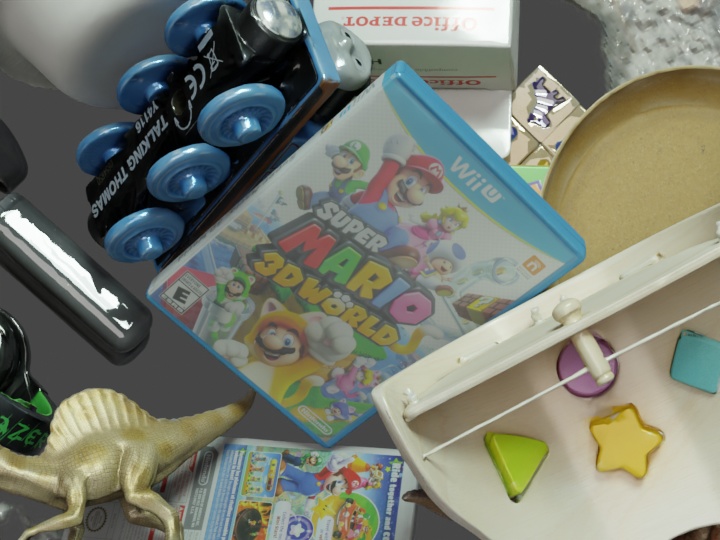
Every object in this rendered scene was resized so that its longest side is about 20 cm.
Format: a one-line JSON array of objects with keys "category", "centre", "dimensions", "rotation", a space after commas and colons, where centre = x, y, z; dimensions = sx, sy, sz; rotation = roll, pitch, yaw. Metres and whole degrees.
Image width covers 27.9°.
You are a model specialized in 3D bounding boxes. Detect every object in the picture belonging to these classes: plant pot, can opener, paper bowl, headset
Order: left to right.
[{"category": "headset", "centre": [-0.239, 0.026, 0.839], "dimensions": [0.199, 0.123, 0.094], "rotation": [36, 86, 35]}, {"category": "can opener", "centre": [-0.194, -0.032, 0.866], "dimensions": [0.199, 0.053, 0.067], "rotation": [41, 67, 4]}, {"category": "paper bowl", "centre": [-0.117, -0.165, 0.792], "dimensions": [0.199, 0.201, 0.105], "rotation": [-25, 72, 4]}, {"category": "plant pot", "centre": [0.188, -0.012, 0.801], "dimensions": [0.197, 0.027, 0.203], "rotation": [1, 83, -8]}]

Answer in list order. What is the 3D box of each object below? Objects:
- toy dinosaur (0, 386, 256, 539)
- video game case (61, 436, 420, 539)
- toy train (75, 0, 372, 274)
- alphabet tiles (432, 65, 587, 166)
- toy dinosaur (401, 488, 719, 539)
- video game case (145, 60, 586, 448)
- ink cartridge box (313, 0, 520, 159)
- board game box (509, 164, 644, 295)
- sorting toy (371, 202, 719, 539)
[{"category": "toy dinosaur", "centre": [-0.123, 0.110, 0.780], "dimensions": [0.198, 0.058, 0.102], "rotation": [-10, 72, -30]}, {"category": "video game case", "centre": [-0.070, 0.158, 0.808], "dimensions": [0.197, 0.018, 0.145], "rotation": [3, 50, 9]}, {"category": "toy train", "centre": [-0.073, -0.073, 0.784], "dimensions": [0.200, 0.113, 0.088], "rotation": [-45, 58, 39]}, {"category": "alphabet tiles", "centre": [0.070, -0.038, 0.845], "dimensions": [0.167, 0.008, 0.200], "rotation": [-44, 82, -2]}, {"category": "toy dinosaur", "centre": [0.129, 0.134, 0.788], "dimensions": [0.198, 0.086, 0.137], "rotation": [23, 87, 14]}, {"category": "video game case", "centre": [0.000, 0.000, 0.772], "dimensions": [0.143, 0.018, 0.199], "rotation": [41, 119, -18]}, {"category": "ink cartridge box", "centre": [0.035, -0.170, 0.830], "dimensions": [0.114, 0.067, 0.203], "rotation": [1, 75, 8]}, {"category": "board game box", "centre": [0.062, -0.011, 0.825], "dimensions": [0.197, 0.030, 0.097], "rotation": [1, 83, 6]}, {"category": "sorting toy", "centre": [0.134, 0.091, 0.712], "dimensions": [0.198, 0.107, 0.182], "rotation": [-27, 87, 4]}]
